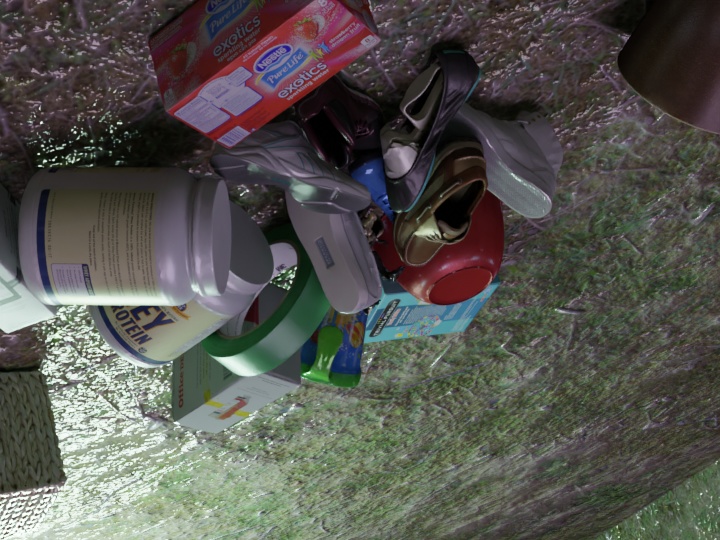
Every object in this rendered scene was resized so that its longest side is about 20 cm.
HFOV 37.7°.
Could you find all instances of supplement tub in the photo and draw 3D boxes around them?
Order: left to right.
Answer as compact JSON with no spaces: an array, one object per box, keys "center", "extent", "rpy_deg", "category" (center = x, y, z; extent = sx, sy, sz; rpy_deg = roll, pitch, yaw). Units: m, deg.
[{"center":[-0.245,-0.036,1.124],"extent":[0.198,0.146,0.145],"rpy_deg":[1,151,2],"category":"supplement tub"},{"center":[-0.218,0.014,1.292],"extent":[0.199,0.146,0.145],"rpy_deg":[-34,148,26],"category":"supplement tub"}]

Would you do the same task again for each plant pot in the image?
[{"center":[0.405,-0.282,1.144],"extent":[0.185,0.188,0.201],"rpy_deg":[-4,134,-25],"category":"plant pot"}]

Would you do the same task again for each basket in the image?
[{"center":[-0.531,0.270,1.499],"extent":[0.160,0.199,0.200],"rpy_deg":[-1,147,-33],"category":"basket"}]

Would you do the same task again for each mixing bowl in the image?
[{"center":[0.124,-0.022,1.475],"extent":[0.198,0.109,0.201],"rpy_deg":[-15,151,-9],"category":"mixing bowl"}]

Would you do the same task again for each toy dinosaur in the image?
[{"center":[0.000,0.000,1.341],"extent":[0.047,0.088,0.201],"rpy_deg":[-33,159,-49],"category":"toy dinosaur"}]

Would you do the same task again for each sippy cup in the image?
[{"center":[-0.048,0.083,1.511],"extent":[0.139,0.177,0.131],"rpy_deg":[11,99,-41],"category":"sippy cup"}]

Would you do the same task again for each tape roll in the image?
[{"center":[-0.116,0.035,1.331],"extent":[0.200,0.201,0.048],"rpy_deg":[-32,125,23],"category":"tape roll"}]

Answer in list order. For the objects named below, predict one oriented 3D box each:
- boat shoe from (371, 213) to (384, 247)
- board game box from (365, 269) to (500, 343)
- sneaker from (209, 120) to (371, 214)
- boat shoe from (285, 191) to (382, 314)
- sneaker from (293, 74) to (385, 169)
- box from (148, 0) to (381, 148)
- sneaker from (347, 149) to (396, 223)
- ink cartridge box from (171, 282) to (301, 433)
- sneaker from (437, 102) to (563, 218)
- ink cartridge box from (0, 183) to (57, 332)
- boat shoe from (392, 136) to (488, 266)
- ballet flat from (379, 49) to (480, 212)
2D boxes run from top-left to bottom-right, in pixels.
[{"center":[-0.002,-0.043,1.398],"extent":[0.074,0.075,0.203],"rpy_deg":[-19,151,-3],"category":"boat shoe"},{"center":[0.097,0.048,1.646],"extent":[0.198,0.047,0.151],"rpy_deg":[-5,149,-24],"category":"board game box"},{"center":[-0.069,-0.122,1.171],"extent":[0.199,0.081,0.070],"rpy_deg":[21,152,-29],"category":"sneaker"},{"center":[-0.026,-0.049,1.263],"extent":[0.072,0.201,0.068],"rpy_deg":[-32,169,36],"category":"boat shoe"},{"center":[-0.022,-0.148,1.156],"extent":[0.075,0.116,0.200],"rpy_deg":[-29,150,19],"category":"sneaker"},{"center":[-0.093,-0.220,1.008],"extent":[0.199,0.096,0.099],"rpy_deg":[-32,150,22],"category":"box"},{"center":[0.051,-0.092,1.312],"extent":[0.066,0.079,0.200],"rpy_deg":[-23,160,20],"category":"sneaker"},{"center":[-0.176,0.123,1.479],"extent":[0.083,0.146,0.199],"rpy_deg":[23,139,-36],"category":"ink cartridge box"},{"center":[0.165,-0.165,1.289],"extent":[0.200,0.116,0.074],"rpy_deg":[39,140,-17],"category":"sneaker"},{"center":[-0.404,-0.031,1.131],"extent":[0.067,0.117,0.200],"rpy_deg":[-18,151,2],"category":"ink cartridge box"},{"center":[0.095,-0.068,1.258],"extent":[0.075,0.074,0.201],"rpy_deg":[-2,142,-22],"category":"boat shoe"},{"center":[0.062,-0.162,1.198],"extent":[0.068,0.068,0.201],"rpy_deg":[13,111,-35],"category":"ballet flat"}]
